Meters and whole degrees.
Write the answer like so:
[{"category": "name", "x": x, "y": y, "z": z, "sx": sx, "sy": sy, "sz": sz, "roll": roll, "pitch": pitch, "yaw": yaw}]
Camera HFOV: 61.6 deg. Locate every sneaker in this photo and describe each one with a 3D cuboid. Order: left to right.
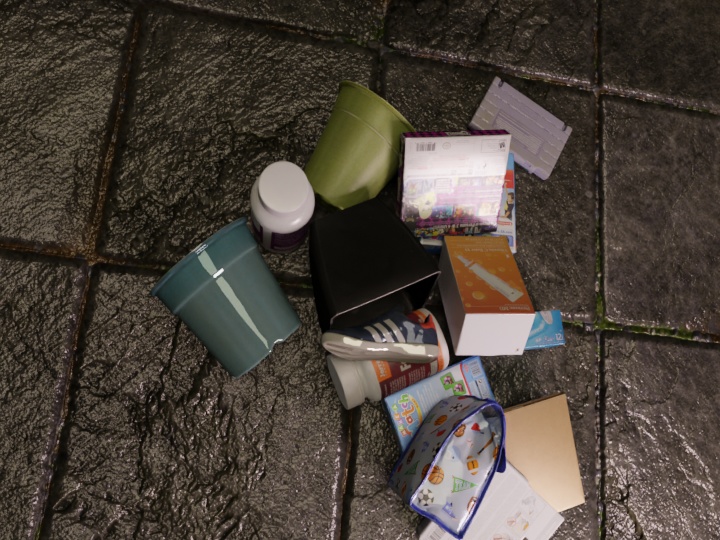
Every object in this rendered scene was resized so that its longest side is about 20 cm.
[{"category": "sneaker", "x": 0.032, "y": 0.097, "z": 0.978, "sx": 0.193, "sy": 0.075, "sz": 0.087, "roll": 7, "pitch": 67, "yaw": -13}]

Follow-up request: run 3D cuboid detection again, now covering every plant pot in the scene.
[{"category": "plant pot", "x": -0.210, "y": 0.055, "z": 1.001, "sx": 0.199, "sy": 0.200, "sz": 0.198, "roll": -38, "pitch": 93, "yaw": -15}, {"category": "plant pot", "x": -0.015, "y": -0.199, "z": 1.100, "sx": 0.198, "sy": 0.200, "sz": 0.192, "roll": 37, "pitch": 87, "yaw": 0}, {"category": "plant pot", "x": 0.000, "y": 0.000, "z": 1.050, "sx": 0.195, "sy": 0.201, "sz": 0.181, "roll": -22, "pitch": 70, "yaw": -14}]

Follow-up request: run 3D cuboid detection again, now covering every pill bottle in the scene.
[{"category": "pill bottle", "x": -0.134, "y": -0.108, "z": 1.036, "sx": 0.108, "sy": 0.200, "sz": 0.117, "roll": 2, "pitch": 77, "yaw": -9}, {"category": "pill bottle", "x": 0.046, "y": 0.155, "z": 1.054, "sx": 0.195, "sy": 0.114, "sz": 0.117, "roll": -22, "pitch": 82, "yaw": -14}]

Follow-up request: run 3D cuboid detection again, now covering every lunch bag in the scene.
[{"category": "lunch bag", "x": 0.149, "y": 0.299, "z": 0.975, "sx": 0.122, "sy": 0.170, "sz": 0.204, "roll": 32, "pitch": 77, "yaw": -6}]

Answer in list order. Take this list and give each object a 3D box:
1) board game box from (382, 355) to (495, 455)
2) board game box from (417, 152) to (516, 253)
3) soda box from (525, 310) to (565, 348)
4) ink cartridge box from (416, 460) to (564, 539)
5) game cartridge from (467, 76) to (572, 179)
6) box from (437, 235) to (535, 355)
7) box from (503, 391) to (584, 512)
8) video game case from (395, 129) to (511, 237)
[{"category": "board game box", "x": 0.151, "y": 0.262, "z": 1.089, "sx": 0.194, "sy": 0.037, "sz": 0.156, "roll": -19, "pitch": 83, "yaw": -14}, {"category": "board game box", "x": 0.201, "y": -0.133, "z": 1.175, "sx": 0.192, "sy": 0.056, "sz": 0.203, "roll": 5, "pitch": 77, "yaw": -9}, {"category": "soda box", "x": 0.275, "y": 0.117, "z": 1.127, "sx": 0.192, "sy": 0.068, "sz": 0.067, "roll": -4, "pitch": 78, "yaw": -11}, {"category": "ink cartridge box", "x": 0.221, "y": 0.434, "z": 1.037, "sx": 0.173, "sy": 0.044, "sz": 0.201, "roll": 41, "pitch": 90, "yaw": 0}, {"category": "game cartridge", "x": 0.327, "y": -0.292, "z": 1.245, "sx": 0.197, "sy": 0.038, "sz": 0.132, "roll": 33, "pitch": 78, "yaw": -2}, {"category": "box", "x": 0.213, "y": 0.040, "z": 1.064, "sx": 0.120, "sy": 0.100, "sz": 0.203, "roll": 0, "pitch": 41, "yaw": -6}, {"category": "box", "x": 0.315, "y": 0.340, "z": 1.087, "sx": 0.158, "sy": 0.021, "sz": 0.208, "roll": -12, "pitch": 92, "yaw": -13}, {"category": "video game case", "x": 0.160, "y": -0.152, "z": 1.069, "sx": 0.192, "sy": 0.036, "sz": 0.187, "roll": -5, "pitch": 119, "yaw": -11}]
